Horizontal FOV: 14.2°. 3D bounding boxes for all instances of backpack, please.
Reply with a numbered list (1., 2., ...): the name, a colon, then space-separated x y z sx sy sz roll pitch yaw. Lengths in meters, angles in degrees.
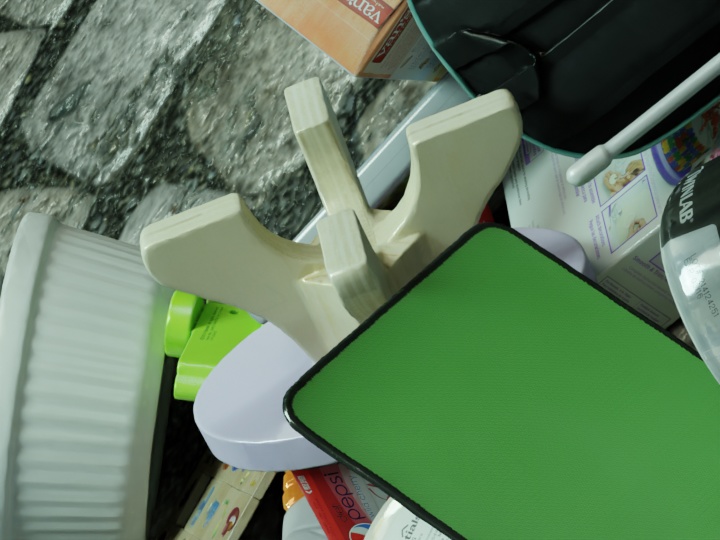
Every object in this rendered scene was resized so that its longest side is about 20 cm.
1. backpack: 0.125 -0.157 1.338 0.200 0.176 0.153 -40 18 23

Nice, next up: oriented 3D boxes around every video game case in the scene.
1. video game case: 0.028 -0.056 1.531 0.200 0.022 0.182 -47 -6 11

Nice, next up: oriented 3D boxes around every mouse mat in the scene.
1. mouse mat: 0.087 0.069 1.212 0.161 0.200 0.008 -40 -23 -37

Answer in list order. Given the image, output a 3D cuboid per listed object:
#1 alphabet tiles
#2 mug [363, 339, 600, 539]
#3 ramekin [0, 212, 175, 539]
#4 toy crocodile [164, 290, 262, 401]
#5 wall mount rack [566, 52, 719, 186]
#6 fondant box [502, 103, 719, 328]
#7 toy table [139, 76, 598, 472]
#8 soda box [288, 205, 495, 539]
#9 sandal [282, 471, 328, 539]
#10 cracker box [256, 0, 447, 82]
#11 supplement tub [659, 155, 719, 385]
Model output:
1. alphabet tiles: -0.065 0.102 1.580 0.168 0.008 0.200 -60 11 -6
2. mug: 0.079 0.138 1.260 0.149 0.153 0.187 -38 35 31
3. ramekin: -0.158 0.072 1.649 0.202 0.094 0.203 -172 90 -89
4. toy crocodile: -0.069 0.028 1.612 0.200 0.067 0.062 -80 -5 -64
5. wall mount rack: 0.194 -0.052 1.231 0.174 0.200 0.075 -42 -6 38
6. fondant box: 0.162 -0.063 1.420 0.200 0.058 0.145 -41 34 27
7. toy table: 0.000 0.000 1.346 0.200 0.117 0.184 -28 31 -5
8. soda box: 0.027 0.052 1.430 0.063 0.070 0.200 -13 32 24
9. sandal: 0.000 0.129 1.462 0.079 0.059 0.207 -15 31 23
10. cracker box: -0.008 -0.156 1.460 0.058 0.134 0.200 -54 -12 13
11. supplement tub: 0.226 -0.025 1.109 0.200 0.122 0.123 -30 39 30
